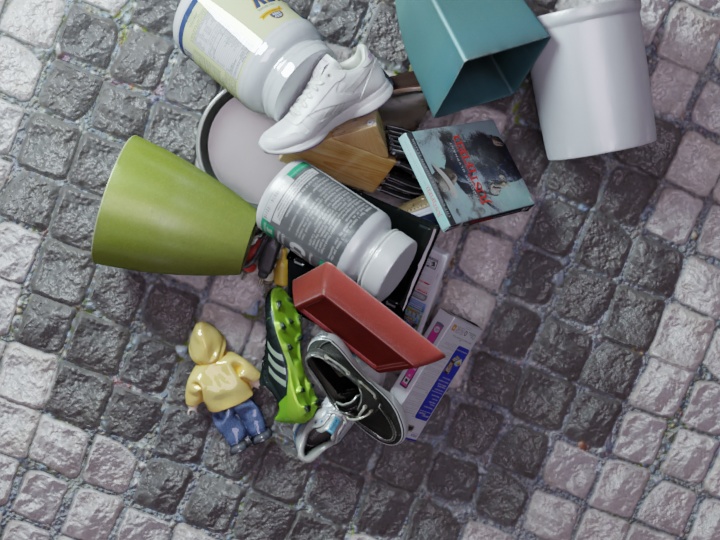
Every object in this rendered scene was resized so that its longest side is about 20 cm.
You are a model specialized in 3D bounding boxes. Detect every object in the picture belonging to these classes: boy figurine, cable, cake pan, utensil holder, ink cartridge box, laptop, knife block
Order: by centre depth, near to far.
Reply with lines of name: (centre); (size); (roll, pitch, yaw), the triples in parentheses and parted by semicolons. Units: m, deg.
utensil holder: (0.325, -0.268, 1.501); (0.169, 0.170, 0.202); (-11, 97, -1)
laptop: (0.000, 0.000, 1.522); (0.186, 0.116, 0.201); (24, 90, 14)
knife block: (-0.001, -0.154, 1.523); (0.199, 0.064, 0.176); (-15, 137, 9)
cable: (-0.126, -0.060, 1.552); (0.097, 0.050, 0.201); (24, 105, 7)
cake pan: (-0.140, -0.182, 1.556); (0.199, 0.037, 0.202); (0, 96, -2)
ink cartridge box: (0.101, 0.156, 1.573); (0.037, 0.095, 0.201); (31, 93, 35)
boy figurine: (-0.207, 0.172, 1.577); (0.124, 0.064, 0.201); (-26, 95, 1)

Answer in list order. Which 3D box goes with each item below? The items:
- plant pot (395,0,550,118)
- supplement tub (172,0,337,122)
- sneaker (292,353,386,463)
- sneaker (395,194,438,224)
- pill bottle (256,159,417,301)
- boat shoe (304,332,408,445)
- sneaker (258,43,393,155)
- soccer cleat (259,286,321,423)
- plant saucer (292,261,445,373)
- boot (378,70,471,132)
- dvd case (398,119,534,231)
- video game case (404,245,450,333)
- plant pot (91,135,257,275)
plant pot: (0.137, -0.348, 1.477); (0.140, 0.141, 0.201); (-20, 73, -22)
supplement tub: (-0.144, -0.308, 1.462); (0.200, 0.145, 0.145); (41, 93, 17)
sneaker: (-0.028, 0.207, 1.560); (0.075, 0.087, 0.201); (34, 104, -9)
sneaker: (0.075, -0.040, 1.540); (0.199, 0.070, 0.109); (-22, 102, 26)
pill bottle: (-0.031, -0.052, 1.417); (0.199, 0.113, 0.114); (34, 94, 15)
boat shoe: (-0.009, 0.179, 1.485); (0.071, 0.064, 0.200); (-34, 105, 26)
sneaker: (-0.057, -0.229, 1.417); (0.199, 0.075, 0.100); (-33, 122, -10)
soccer cleat: (-0.118, 0.126, 1.550); (0.081, 0.067, 0.202); (-14, 88, 33)
plant saucer: (-0.002, 0.076, 1.440); (0.200, 0.200, 0.037); (39, 73, -9)
boot: (0.076, -0.238, 1.557); (0.198, 0.075, 0.098); (2, 121, -12)
dvd case: (0.153, -0.138, 1.497); (0.199, 0.022, 0.147); (-15, 76, -43)
video game case: (0.034, 0.033, 1.536); (0.142, 0.018, 0.201); (25, 119, 13)
plant pot: (-0.248, -0.069, 1.488); (0.199, 0.187, 0.188); (18, 95, -4)
